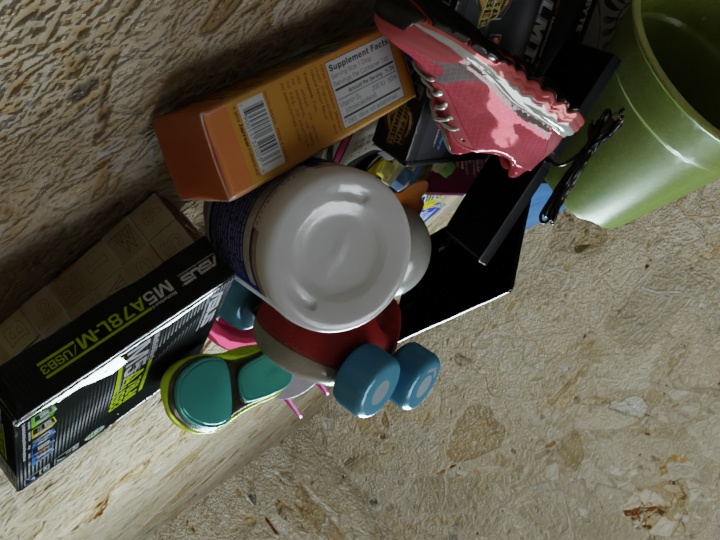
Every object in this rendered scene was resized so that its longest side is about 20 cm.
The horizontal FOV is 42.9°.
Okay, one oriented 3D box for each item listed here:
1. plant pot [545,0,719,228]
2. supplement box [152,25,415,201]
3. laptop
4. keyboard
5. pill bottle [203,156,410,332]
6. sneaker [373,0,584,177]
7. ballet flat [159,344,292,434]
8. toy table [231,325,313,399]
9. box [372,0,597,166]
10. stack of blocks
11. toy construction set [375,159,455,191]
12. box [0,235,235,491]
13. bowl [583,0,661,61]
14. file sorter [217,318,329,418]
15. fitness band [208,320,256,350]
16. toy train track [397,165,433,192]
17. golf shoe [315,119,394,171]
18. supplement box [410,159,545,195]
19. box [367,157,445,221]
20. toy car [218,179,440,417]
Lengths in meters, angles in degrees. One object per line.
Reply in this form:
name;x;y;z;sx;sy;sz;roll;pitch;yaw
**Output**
plant pot;0.266;-0.135;0.839;0.199;0.201;0.190;-33;172;-39
supplement box;-0.050;-0.119;0.674;0.066;0.069;0.199;4;-152;46
laptop;0.147;-0.009;0.951;0.187;0.115;0.202;-31;-145;50
keyboard;0.152;-0.093;0.762;0.201;0.020;0.127;-58;-150;10
pill bottle;-0.055;-0.034;0.727;0.119;0.120;0.200;-38;-154;-13
sneaker;0.080;-0.129;0.686;0.199;0.074;0.087;25;114;-31
ballet flat;-0.131;0.103;0.809;0.066;0.068;0.200;-6;-179;24
toy table;-0.083;0.046;1.075;0.117;0.182;0.202;108;-1;-83
box;0.117;-0.193;0.778;0.197;0.050;0.202;-10;128;-43
stack of blocks;-0.215;0.032;0.778;0.200;0.059;0.115;-41;171;-1
toy construction set;0.102;-0.168;0.952;0.199;0.092;0.132;-30;-154;21
box;-0.200;0.078;0.726;0.192;0.048;0.200;-34;169;-31
bowl;0.228;-0.258;0.937;0.093;0.203;0.201;-14;162;-17
file sorter;-0.057;0.076;1.231;0.199;0.139;0.126;-39;135;-11
fitness band;-0.089;-0.001;0.963;0.199;0.037;0.144;-39;132;-6
toy train track;0.067;-0.140;0.868;0.114;0.032;0.201;-29;148;-49
golf shoe;0.024;-0.148;0.817;0.072;0.092;0.200;-23;159;-53
supplement box;0.171;-0.148;1.064;0.198;0.104;0.131;4;-163;31
box;0.062;-0.106;1.230;0.064;0.070;0.200;-39;171;7
toy car;0.000;0.000;0.853;0.176;0.183;0.201;7;112;-62
